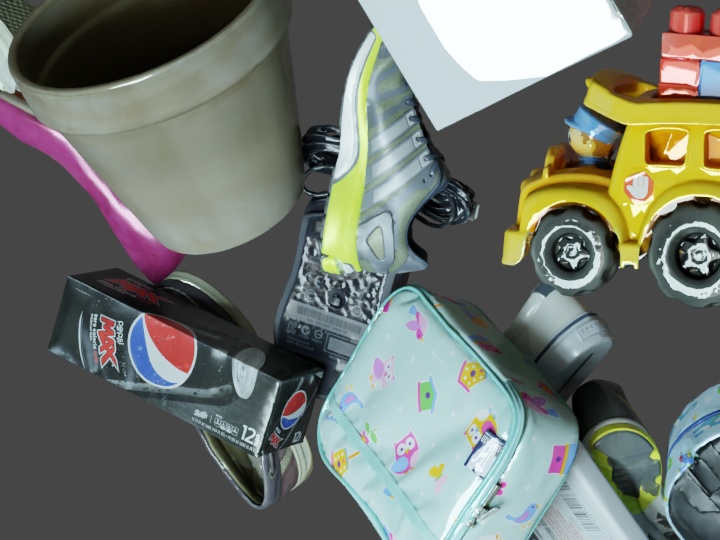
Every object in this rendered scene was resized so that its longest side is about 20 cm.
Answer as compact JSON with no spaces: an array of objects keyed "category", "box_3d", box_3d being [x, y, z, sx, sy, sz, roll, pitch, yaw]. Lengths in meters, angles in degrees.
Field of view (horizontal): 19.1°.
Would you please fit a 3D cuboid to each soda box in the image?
[{"category":"soda box","box_3d":[-0.131,0.066,1.587,0.200,0.071,0.064,24,106,24]}]

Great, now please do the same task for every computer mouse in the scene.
[{"category":"computer mouse","box_3d":[0.000,0.000,1.580,0.138,0.053,0.201,23,109,11]}]

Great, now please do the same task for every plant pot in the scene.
[{"category":"plant pot","box_3d":[-0.123,-0.114,1.496,0.199,0.200,0.174,-6,128,23]}]

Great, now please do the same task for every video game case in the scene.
[{"category":"video game case","box_3d":[0.138,0.202,1.561,0.182,0.023,0.200,-9,125,47]}]

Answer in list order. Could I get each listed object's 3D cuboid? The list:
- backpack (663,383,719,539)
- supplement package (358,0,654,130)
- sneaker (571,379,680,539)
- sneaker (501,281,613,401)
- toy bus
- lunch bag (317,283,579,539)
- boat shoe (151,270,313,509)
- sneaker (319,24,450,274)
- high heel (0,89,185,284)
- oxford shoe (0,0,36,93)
[{"category":"backpack","box_3d":[0.304,0.164,1.499,0.200,0.154,0.163,26,128,-18]},{"category":"supplement package","box_3d":[0.077,-0.223,1.397,0.155,0.111,0.200,-25,104,29]},{"category":"sneaker","box_3d":[0.194,0.158,1.573,0.074,0.085,0.200,-10,135,0]},{"category":"sneaker","box_3d":[0.111,0.082,1.573,0.200,0.073,0.071,-51,62,36]},{"category":"toy bus","box_3d":[0.200,-0.081,1.420,0.199,0.136,0.193,4,104,22]},{"category":"lunch bag","box_3d":[0.056,0.118,1.489,0.077,0.200,0.161,21,109,-37]},{"category":"boat shoe","box_3d":[-0.107,0.094,1.655,0.072,0.065,0.200,-21,105,31]},{"category":"sneaker","box_3d":[0.026,-0.090,1.494,0.081,0.074,0.201,10,102,6]},{"category":"high heel","box_3d":[-0.216,-0.068,1.611,0.200,0.067,0.096,29,112,2]},{"category":"oxford shoe","box_3d":[-0.262,-0.164,1.580,0.200,0.075,0.058,39,117,7]}]
